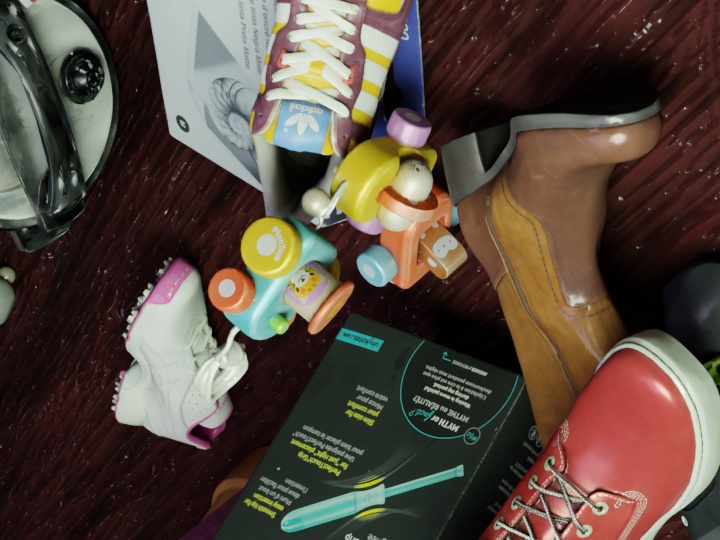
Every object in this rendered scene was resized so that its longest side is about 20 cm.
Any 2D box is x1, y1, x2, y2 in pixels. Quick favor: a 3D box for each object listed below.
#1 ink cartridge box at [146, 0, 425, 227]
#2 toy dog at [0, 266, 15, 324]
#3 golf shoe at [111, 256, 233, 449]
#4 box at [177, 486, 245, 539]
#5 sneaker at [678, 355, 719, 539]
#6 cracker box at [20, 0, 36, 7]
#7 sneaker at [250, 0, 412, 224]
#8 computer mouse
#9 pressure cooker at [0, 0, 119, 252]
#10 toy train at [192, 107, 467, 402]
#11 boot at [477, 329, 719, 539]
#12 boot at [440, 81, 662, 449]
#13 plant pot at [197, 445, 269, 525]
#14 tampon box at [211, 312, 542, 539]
[{"bbox_3d":[-0.048,-0.125,1.106,0.199,0.041,0.201,29,142,33],"label":"ink cartridge box"},{"bbox_3d":[-0.370,-0.041,1.604,0.200,0.097,0.132,46,149,-19],"label":"toy dog"},{"bbox_3d":[-0.127,0.063,1.391,0.091,0.075,0.200,29,147,8],"label":"golf shoe"},{"bbox_3d":[-0.001,0.221,1.258,0.201,0.176,0.096,60,154,-14],"label":"box"},{"bbox_3d":[0.207,0.135,0.975,0.083,0.071,0.201,17,123,48],"label":"sneaker"},{"bbox_3d":[-0.180,-0.240,1.055,0.134,0.058,0.200,47,151,-14],"label":"cracker box"},{"bbox_3d":[-0.017,-0.110,0.994,0.074,0.090,0.201,12,135,7],"label":"sneaker"},{"bbox_3d":[0.168,0.062,1.013,0.059,0.034,0.201,39,147,20],"label":"computer mouse"},{"bbox_3d":[-0.262,-0.118,1.275,0.199,0.180,0.175,13,170,46],"label":"pressure cooker"},{"bbox_3d":[0.000,0.000,1.016,0.056,0.200,0.151,36,144,23],"label":"toy train"},{"bbox_3d":[0.091,0.121,0.908,0.072,0.144,0.201,46,148,23],"label":"boot"},{"bbox_3d":[0.116,0.016,0.951,0.188,0.068,0.201,-17,91,59],"label":"boot"},{"bbox_3d":[-0.066,0.254,1.423,0.200,0.140,0.201,34,146,28],"label":"plant pot"},{"bbox_3d":[0.024,0.155,1.109,0.149,0.201,0.126,20,163,43],"label":"tampon box"}]
